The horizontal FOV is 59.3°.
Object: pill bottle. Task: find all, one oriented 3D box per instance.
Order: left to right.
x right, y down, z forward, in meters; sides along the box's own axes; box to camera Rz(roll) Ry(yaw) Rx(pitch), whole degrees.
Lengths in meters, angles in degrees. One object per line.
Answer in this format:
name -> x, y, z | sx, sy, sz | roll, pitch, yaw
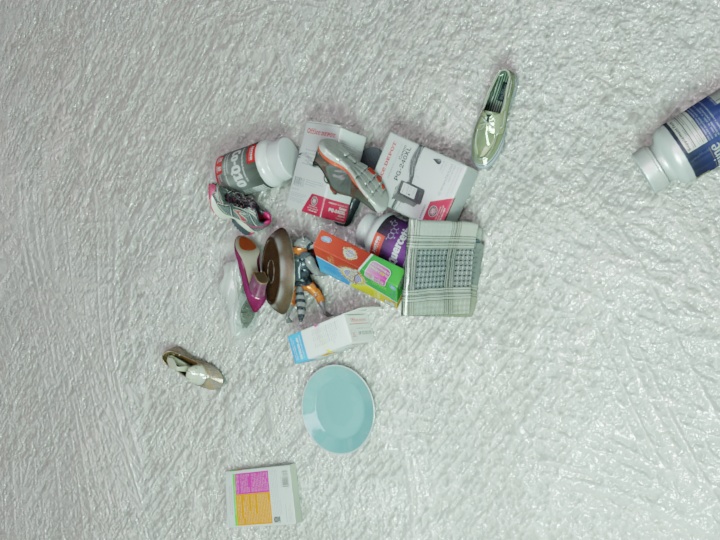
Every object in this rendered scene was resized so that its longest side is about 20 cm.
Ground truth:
pill bottle -> -0.252, -0.250, 1.541 | 0.196, 0.113, 0.117 | -13, 82, 27
pill bottle -> 0.088, -0.048, 1.350 | 0.198, 0.112, 0.114 | 28, 101, 26
pill bottle -> 0.580, -0.223, 1.091 | 0.198, 0.110, 0.113 | -34, 73, 23

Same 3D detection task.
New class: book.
book -> -0.240, 0.549, 1.543 | 0.196, 0.048, 0.137 | -13, 80, 26

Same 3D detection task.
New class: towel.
towel -> 0.169, -0.002, 1.260 | 0.034, 0.197, 0.197 | 11, 98, 55

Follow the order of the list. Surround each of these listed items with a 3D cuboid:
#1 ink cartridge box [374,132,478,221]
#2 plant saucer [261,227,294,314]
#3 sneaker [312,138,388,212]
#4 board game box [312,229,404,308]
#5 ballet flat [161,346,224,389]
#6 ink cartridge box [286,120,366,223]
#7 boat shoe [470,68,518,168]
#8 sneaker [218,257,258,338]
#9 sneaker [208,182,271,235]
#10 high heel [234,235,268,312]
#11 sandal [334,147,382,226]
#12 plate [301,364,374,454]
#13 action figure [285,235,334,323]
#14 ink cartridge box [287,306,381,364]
ink cartridge box -> 0.126, -0.184, 1.342 | 0.198, 0.083, 0.148 | 29, 102, 26
plant saucer -> -0.198, 0.001, 1.485 | 0.199, 0.031, 0.205 | 180, 90, -67
sneaker -> -0.023, -0.186, 1.332 | 0.200, 0.077, 0.082 | 47, 129, 11
board game box -> 0.000, 0.000, 1.348 | 0.197, 0.154, 0.041 | 26, 73, 12
ballet flat -> -0.445, 0.260, 1.651 | 0.197, 0.067, 0.070 | 20, 98, 27
ink cartridge box -> -0.079, -0.225, 1.442 | 0.144, 0.082, 0.204 | 22, 99, 48
boat shoe -> 0.266, -0.312, 1.292 | 0.071, 0.062, 0.204 | 18, 97, 27
sneaker -> -0.315, 0.069, 1.594 | 0.098, 0.077, 0.205 | -9, 75, 34
sneaker -> -0.292, -0.157, 1.518 | 0.073, 0.199, 0.082 | -16, 64, 23
high heel -> -0.276, 0.004, 1.539 | 0.202, 0.066, 0.097 | 63, 140, 44
sandal -> -0.003, -0.194, 1.449 | 0.076, 0.042, 0.202 | 50, 120, 34
plate -> -0.049, 0.319, 1.459 | 0.196, 0.025, 0.205 | -1, 88, 29
action figure -> -0.112, 0.014, 1.463 | 0.196, 0.104, 0.198 | -9, 89, 26
ink cartridge box -> -0.048, 0.145, 1.414 | 0.197, 0.114, 0.069 | -24, 78, 26
